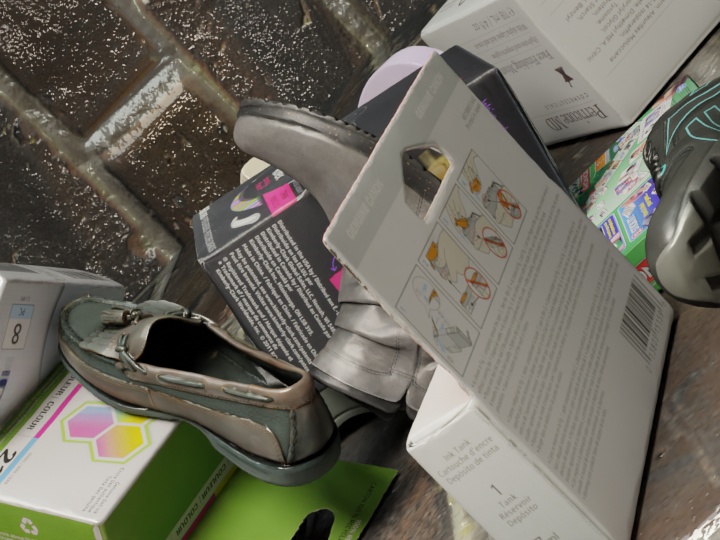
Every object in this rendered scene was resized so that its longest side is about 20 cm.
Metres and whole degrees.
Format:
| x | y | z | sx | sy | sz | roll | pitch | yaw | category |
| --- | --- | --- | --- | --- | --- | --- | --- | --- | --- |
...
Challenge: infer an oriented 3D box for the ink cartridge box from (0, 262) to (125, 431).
| x | y | z | sx | sy | sz | roll | pitch | yaw | category |
| --- | --- | --- | --- | --- | --- | --- | --- | --- | --- |
| -0.213 | 0.097 | 1.044 | 0.160 | 0.047 | 0.202 | 6 | -82 | -74 | ink cartridge box |

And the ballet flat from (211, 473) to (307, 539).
| x | y | z | sx | sy | sz | roll | pitch | yaw | category |
| --- | --- | --- | --- | --- | --- | --- | --- | --- | --- |
| -0.065 | 0.143 | 1.125 | 0.074 | 0.074 | 0.200 | -46 | 12 | 0 | ballet flat |

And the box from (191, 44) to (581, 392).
| x | y | z | sx | sy | sz | roll | pitch | yaw | category |
| --- | --- | --- | --- | --- | --- | --- | --- | --- | --- |
| 0.011 | -0.031 | 1.037 | 0.199 | 0.107 | 0.122 | -33 | 16 | 0 | box |

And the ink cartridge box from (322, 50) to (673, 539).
| x | y | z | sx | sy | sz | roll | pitch | yaw | category |
| --- | --- | --- | --- | --- | --- | --- | --- | --- | --- |
| 0.056 | 0.016 | 0.757 | 0.043 | 0.174 | 0.200 | -39 | 11 | 30 | ink cartridge box |

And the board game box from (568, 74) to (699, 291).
| x | y | z | sx | sy | sz | roll | pitch | yaw | category |
| --- | --- | --- | --- | --- | --- | --- | --- | --- | --- |
| 0.154 | -0.036 | 0.981 | 0.135 | 0.029 | 0.200 | -45 | 10 | 14 | board game box |

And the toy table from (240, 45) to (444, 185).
| x | y | z | sx | sy | sz | roll | pitch | yaw | category |
| --- | --- | --- | --- | --- | --- | --- | --- | --- | --- |
| 0.023 | -0.045 | 1.199 | 0.117 | 0.183 | 0.201 | -44 | -32 | -27 | toy table |

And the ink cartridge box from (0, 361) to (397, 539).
| x | y | z | sx | sy | sz | roll | pitch | yaw | category |
| --- | --- | --- | --- | --- | --- | --- | --- | --- | --- |
| -0.100 | 0.117 | 0.992 | 0.198 | 0.076 | 0.148 | 7 | 39 | 27 | ink cartridge box |

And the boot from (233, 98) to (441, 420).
| x | y | z | sx | sy | sz | roll | pitch | yaw | category |
| --- | --- | --- | --- | --- | --- | --- | --- | --- | --- |
| 0.000 | 0.000 | 0.926 | 0.133 | 0.198 | 0.070 | -65 | -16 | 1 | boot |

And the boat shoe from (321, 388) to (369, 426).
| x | y | z | sx | sy | sz | roll | pitch | yaw | category |
| --- | --- | --- | --- | --- | --- | --- | --- | --- | --- |
| -0.015 | 0.064 | 1.160 | 0.200 | 0.075 | 0.061 | -37 | 18 | 40 | boat shoe |

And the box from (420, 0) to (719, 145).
| x | y | z | sx | sy | sz | roll | pitch | yaw | category |
| --- | --- | --- | --- | --- | --- | --- | --- | --- | --- |
| 0.175 | -0.209 | 1.290 | 0.200 | 0.131 | 0.199 | -48 | 10 | -12 | box |

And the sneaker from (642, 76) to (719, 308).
| x | y | z | sx | sy | sz | roll | pitch | yaw | category |
| --- | --- | --- | --- | --- | --- | --- | --- | --- | --- |
| 0.164 | -0.038 | 0.794 | 0.079 | 0.076 | 0.200 | -12 | 20 | 37 | sneaker |

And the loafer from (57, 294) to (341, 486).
| x | y | z | sx | sy | sz | roll | pitch | yaw | category |
| --- | --- | --- | --- | --- | --- | --- | --- | --- | --- |
| -0.091 | 0.048 | 0.969 | 0.199 | 0.063 | 0.072 | 24 | 47 | 32 | loafer |
